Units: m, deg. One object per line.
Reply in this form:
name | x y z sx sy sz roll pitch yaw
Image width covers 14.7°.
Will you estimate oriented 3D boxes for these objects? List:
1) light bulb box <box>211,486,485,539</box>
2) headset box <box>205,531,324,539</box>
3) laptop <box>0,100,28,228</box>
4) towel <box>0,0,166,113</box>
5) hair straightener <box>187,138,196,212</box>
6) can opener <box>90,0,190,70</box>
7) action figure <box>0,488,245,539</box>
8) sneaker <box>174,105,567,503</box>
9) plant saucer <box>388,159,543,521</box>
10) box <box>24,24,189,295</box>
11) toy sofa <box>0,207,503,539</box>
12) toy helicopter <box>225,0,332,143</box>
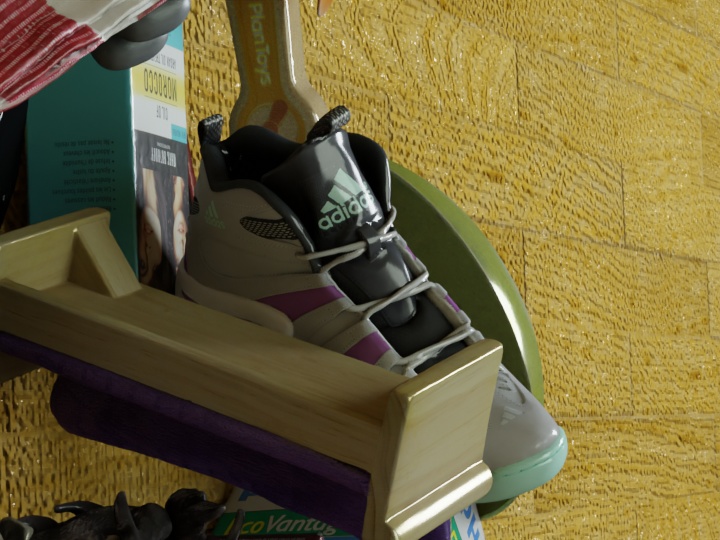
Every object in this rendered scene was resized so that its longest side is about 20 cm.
light bulb box | -0.007 0.230 1.323 0.200 0.125 0.198 -65 145 -50
headset box | -0.091 0.182 1.077 0.200 0.148 0.075 -69 148 -46
laptop | -0.191 -0.040 1.034 0.200 0.116 0.187 38 46 -28
towel | -0.121 -0.147 1.001 0.200 0.023 0.144 -39 89 -35
hair straightener | -0.086 -0.018 1.269 0.077 0.041 0.200 -13 99 -69
can opener | -0.136 -0.163 1.047 0.066 0.053 0.200 -32 86 -28
action figure | -0.118 0.133 1.002 0.200 0.119 0.102 0 69 -43
sneaker | 0.000 0.000 1.112 0.078 0.200 0.140 -33 137 -40
plant saucer | 0.022 0.026 1.346 0.031 0.200 0.200 -30 119 -33
box | -0.108 -0.072 1.196 0.082 0.049 0.200 7 80 -77
toy sofa | -0.053 0.053 1.072 0.083 0.200 0.098 -23 128 -59
toy helicopter | -0.038 -0.142 1.282 0.079 0.132 0.200 -42 126 -69
